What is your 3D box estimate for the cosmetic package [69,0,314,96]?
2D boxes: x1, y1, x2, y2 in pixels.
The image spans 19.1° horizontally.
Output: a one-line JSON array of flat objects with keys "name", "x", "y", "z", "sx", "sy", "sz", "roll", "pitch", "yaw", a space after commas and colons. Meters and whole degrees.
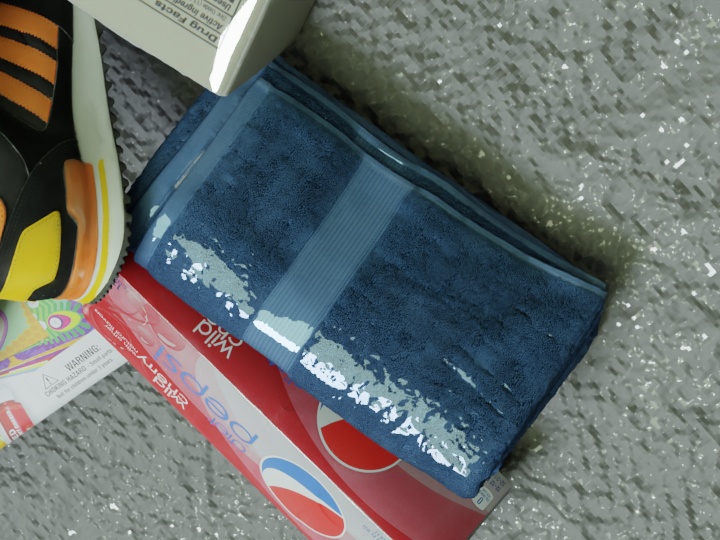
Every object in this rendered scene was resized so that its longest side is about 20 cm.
[{"name": "cosmetic package", "x": -0.042, "y": -0.187, "z": 0.862, "sx": 0.103, "sy": 0.087, "sz": 0.200, "roll": 33, "pitch": 120, "yaw": 6}]

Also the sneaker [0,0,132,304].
[{"name": "sneaker", "x": -0.160, "y": -0.079, "z": 0.914, "sx": 0.070, "sy": 0.090, "sz": 0.201, "roll": -45, "pitch": 54, "yaw": 48}]

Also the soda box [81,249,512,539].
[{"name": "soda box", "x": -0.031, "y": 0.058, "z": 0.963, "sx": 0.200, "sy": 0.063, "sz": 0.070, "roll": 44, "pitch": 152, "yaw": 1}]

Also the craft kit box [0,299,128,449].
[{"name": "craft kit box", "x": -0.240, "y": 0.014, "z": 1.011, "sx": 0.200, "sy": 0.049, "sz": 0.198, "roll": -35, "pitch": 108, "yaw": 16}]

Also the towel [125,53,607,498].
[{"name": "towel", "x": 0.000, "y": 0.000, "z": 0.913, "sx": 0.200, "sy": 0.112, "sz": 0.049, "roll": 36, "pitch": 166, "yaw": 4}]
